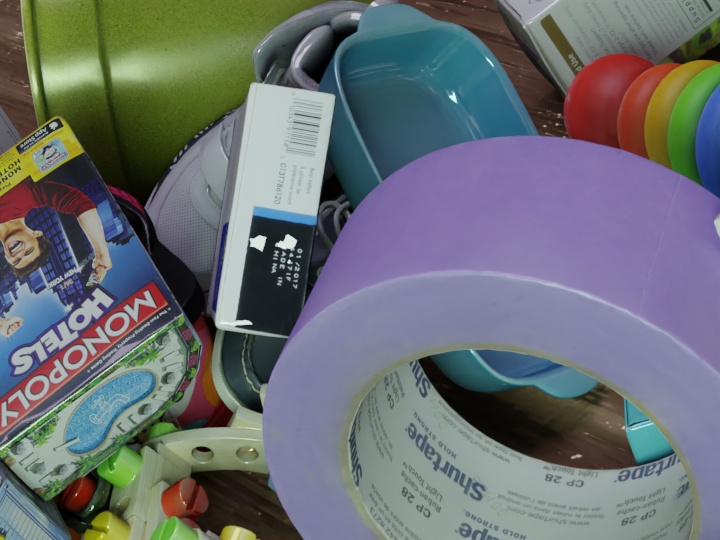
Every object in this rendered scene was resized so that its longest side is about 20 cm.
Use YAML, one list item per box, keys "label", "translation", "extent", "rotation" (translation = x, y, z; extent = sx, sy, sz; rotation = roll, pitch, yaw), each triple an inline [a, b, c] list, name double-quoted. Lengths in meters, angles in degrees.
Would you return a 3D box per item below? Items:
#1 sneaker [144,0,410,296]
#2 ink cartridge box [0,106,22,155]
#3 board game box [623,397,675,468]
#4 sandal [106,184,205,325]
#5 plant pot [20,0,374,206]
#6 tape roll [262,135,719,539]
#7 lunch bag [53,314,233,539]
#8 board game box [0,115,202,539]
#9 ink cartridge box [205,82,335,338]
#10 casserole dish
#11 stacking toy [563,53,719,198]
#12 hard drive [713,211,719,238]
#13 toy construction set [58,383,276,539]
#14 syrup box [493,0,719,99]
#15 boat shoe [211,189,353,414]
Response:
- label: "sneaker"
  translation: [-0.045, -0.065, 1.084]
  extent: [0.200, 0.075, 0.115]
  rotation: [-42, -7, 1]
- label: "ink cartridge box"
  translation: [-0.258, -0.004, 1.161]
  extent: [0.146, 0.083, 0.200]
  rotation: [-30, 13, 15]
- label: "board game box"
  translation: [0.211, 0.015, 0.932]
  extent: [0.198, 0.047, 0.151]
  rotation: [-15, 32, 14]
- label: "sandal"
  translation: [-0.131, -0.013, 1.050]
  extent: [0.075, 0.045, 0.200]
  rotation: [-36, 27, -12]
- label: "plant pot"
  translation: [-0.074, -0.127, 1.215]
  extent: [0.191, 0.202, 0.201]
  rotation: [-8, 33, 3]
- label: "tape roll"
  translation: [0.069, 0.054, 0.821]
  extent: [0.198, 0.201, 0.085]
  rotation: [-6, 35, 26]
- label: "lunch bag"
  translation: [-0.176, 0.075, 1.064]
  extent: [0.200, 0.082, 0.176]
  rotation: [-39, 34, -22]
- label: "board game box"
  translation: [-0.161, 0.062, 0.936]
  extent: [0.199, 0.062, 0.200]
  rotation: [-36, 49, 1]
- label: "ink cartridge box"
  translation: [-0.041, -0.023, 0.942]
  extent: [0.039, 0.100, 0.200]
  rotation: [8, 0, -6]
- label: "casserole dish"
  translation: [0.045, -0.027, 0.996]
  extent: [0.121, 0.201, 0.039]
  rotation: [-15, -14, -48]
- label: "stacking toy"
  translation: [0.164, -0.062, 0.970]
  extent: [0.085, 0.086, 0.200]
  rotation: [-36, 27, -19]
- label: "hard drive"
  translation: [0.217, -0.034, 0.832]
  extent: [0.026, 0.132, 0.200]
  rotation: [-28, 19, 47]
- label: "toy construction set"
  translation: [-0.071, 0.114, 0.927]
  extent: [0.131, 0.092, 0.200]
  rotation: [-35, 15, 30]
- label: "syrup box"
  translation: [0.173, -0.172, 1.163]
  extent: [0.200, 0.082, 0.079]
  rotation: [-38, 26, 4]
- label: "boat shoe"
  translation: [0.000, 0.000, 1.064]
  extent: [0.200, 0.075, 0.062]
  rotation: [-44, 5, -41]
